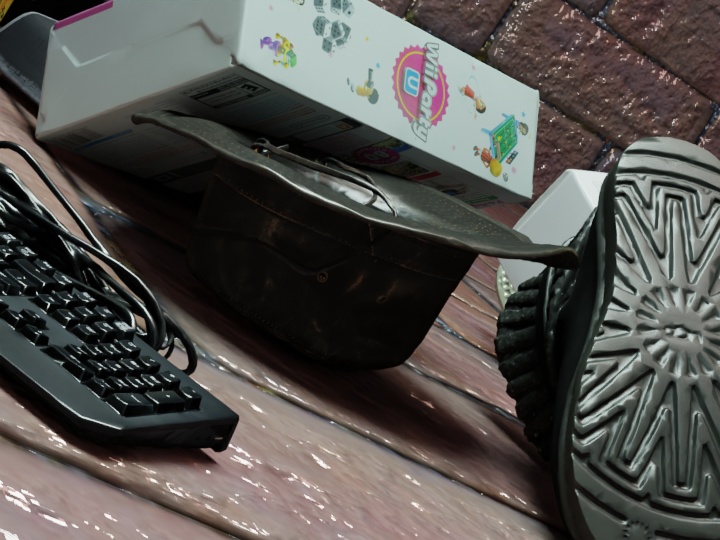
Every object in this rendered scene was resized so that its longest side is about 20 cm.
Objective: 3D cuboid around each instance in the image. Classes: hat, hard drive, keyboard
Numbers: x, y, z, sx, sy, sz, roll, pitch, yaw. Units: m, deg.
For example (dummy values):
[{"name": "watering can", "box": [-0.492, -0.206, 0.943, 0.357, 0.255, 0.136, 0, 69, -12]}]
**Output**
[{"name": "hat", "box": [-0.011, -0.004, 0.762, 0.200, 0.081, 0.201, 19, 5, -2]}, {"name": "hard drive", "box": [-0.103, -0.076, 1.000, 0.200, 0.042, 0.135, 25, 10, -46]}, {"name": "keyboard", "box": [-0.115, -0.016, 0.545, 0.200, 0.040, 0.104, 36, 8, 21]}]

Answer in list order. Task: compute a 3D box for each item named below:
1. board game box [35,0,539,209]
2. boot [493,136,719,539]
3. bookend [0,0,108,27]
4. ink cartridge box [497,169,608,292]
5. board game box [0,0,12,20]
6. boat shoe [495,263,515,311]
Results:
[{"name": "board game box", "box": [-0.032, -0.077, 0.879, 0.147, 0.064, 0.200, -11, -23, 43]}, {"name": "boot", "box": [0.109, 0.061, 0.799, 0.079, 0.211, 0.158, 20, -34, -8]}, {"name": "bookend", "box": [-0.174, -0.198, 1.089, 0.200, 0.092, 0.199, 32, -13, -1]}, {"name": "ink cartridge box", "box": [0.202, 0.024, 1.095, 0.200, 0.086, 0.147, 4, 49, -42]}, {"name": "board game box", "box": [-0.235, -0.230, 0.823, 0.200, 0.200, 0.200, 33, 7, 0]}, {"name": "boat shoe", "box": [0.168, 0.058, 1.171, 0.200, 0.075, 0.062, 40, 6, 6]}]
